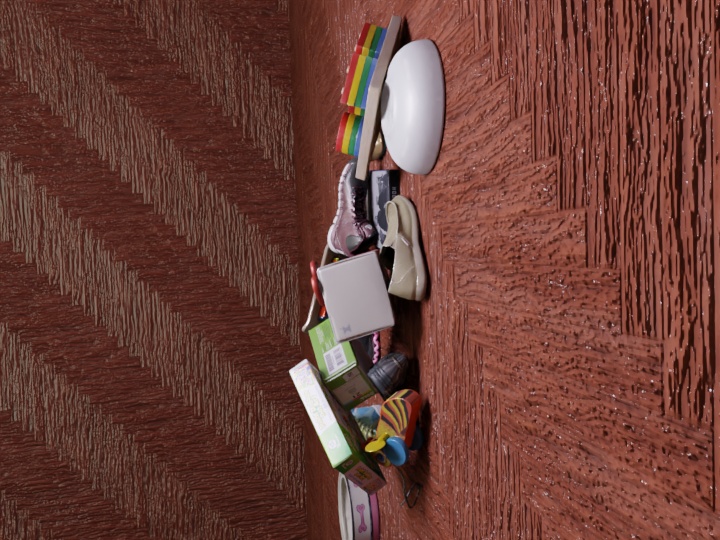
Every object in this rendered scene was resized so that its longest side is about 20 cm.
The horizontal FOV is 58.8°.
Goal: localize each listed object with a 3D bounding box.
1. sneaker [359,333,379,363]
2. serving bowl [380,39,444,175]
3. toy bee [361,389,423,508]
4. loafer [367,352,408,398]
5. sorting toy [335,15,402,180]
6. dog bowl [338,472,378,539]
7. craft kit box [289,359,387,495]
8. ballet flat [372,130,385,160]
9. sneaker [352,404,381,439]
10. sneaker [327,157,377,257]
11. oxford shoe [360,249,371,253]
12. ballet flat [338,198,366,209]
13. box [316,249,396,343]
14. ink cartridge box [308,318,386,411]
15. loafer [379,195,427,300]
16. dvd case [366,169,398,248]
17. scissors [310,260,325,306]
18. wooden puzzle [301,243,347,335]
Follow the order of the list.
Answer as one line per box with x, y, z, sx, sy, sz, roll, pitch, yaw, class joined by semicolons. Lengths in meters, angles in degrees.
-0.006;0.127;1.406;0.079;0.092;0.207;-134;42;-70;sneaker
0.071;-0.253;1.000;0.200;0.063;0.208;177;90;-78;serving bowl
0.046;0.293;1.087;0.130;0.106;0.207;8;-86;-58;toy bee
0.060;0.187;1.172;0.073;0.072;0.200;48;178;4;loafer
0.009;-0.306;1.119;0.202;0.067;0.203;101;-177;-54;sorting toy
-0.005;0.586;1.546;0.200;0.071;0.208;178;90;-78;dog bowl
-0.039;0.285;1.154;0.202;0.048;0.198;58;-177;36;craft kit box
-0.001;-0.270;1.351;0.200;0.070;0.070;-126;36;-70;ballet flat
0.004;0.334;1.304;0.200;0.126;0.083;-171;80;-78;sneaker
0.004;-0.118;1.295;0.115;0.074;0.206;31;114;45;sneaker
0.000;0.000;1.355;0.074;0.069;0.201;-62;22;19;oxford shoe
-0.019;-0.156;1.496;0.200;0.069;0.074;124;142;-72;ballet flat
0.000;0.039;1.143;0.200;0.106;0.132;-40;-66;-85;box
-0.012;0.208;1.256;0.202;0.074;0.149;58;-175;-37;ink cartridge box
0.064;-0.043;1.072;0.077;0.066;0.205;103;162;-52;loafer
0.042;-0.123;1.280;0.200;0.024;0.156;-143;51;-77;dvd case
-0.058;0.059;1.136;0.202;0.013;0.075;71;-176;-53;scissors
-0.048;0.062;1.417;0.185;0.036;0.206;40;-116;-58;wooden puzzle
